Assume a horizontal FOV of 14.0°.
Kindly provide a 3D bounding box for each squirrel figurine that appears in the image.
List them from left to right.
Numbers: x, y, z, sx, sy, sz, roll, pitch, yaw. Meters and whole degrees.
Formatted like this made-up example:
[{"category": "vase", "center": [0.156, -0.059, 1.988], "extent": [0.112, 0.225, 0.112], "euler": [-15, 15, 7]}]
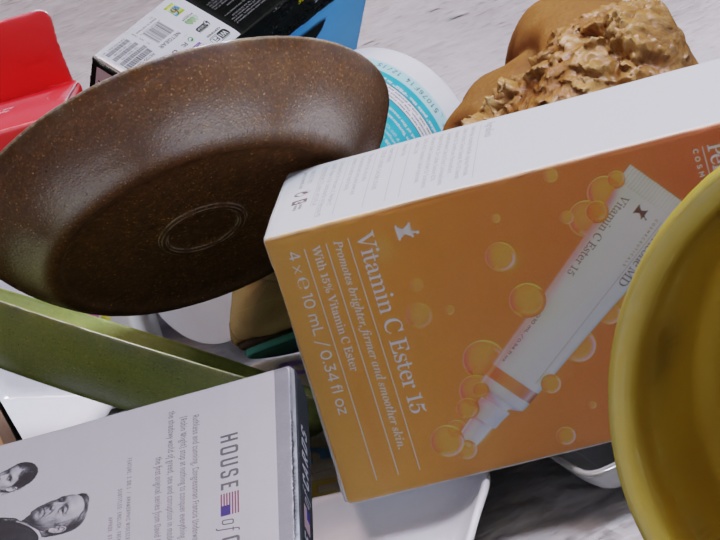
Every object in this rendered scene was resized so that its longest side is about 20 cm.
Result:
[{"category": "squirrel figurine", "center": [0.073, -0.050, 1.419], "extent": [0.187, 0.142, 0.200], "euler": [-28, -3, -9]}]

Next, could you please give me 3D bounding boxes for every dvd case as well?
[{"category": "dvd case", "center": [-0.115, 0.119, 1.131], "extent": [0.200, 0.025, 0.150], "euler": [-15, 40, 10]}]

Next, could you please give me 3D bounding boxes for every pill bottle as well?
[{"category": "pill bottle", "center": [-0.031, -0.035, 1.551], "extent": [0.111, 0.111, 0.200], "euler": [-3, 22, 37]}]

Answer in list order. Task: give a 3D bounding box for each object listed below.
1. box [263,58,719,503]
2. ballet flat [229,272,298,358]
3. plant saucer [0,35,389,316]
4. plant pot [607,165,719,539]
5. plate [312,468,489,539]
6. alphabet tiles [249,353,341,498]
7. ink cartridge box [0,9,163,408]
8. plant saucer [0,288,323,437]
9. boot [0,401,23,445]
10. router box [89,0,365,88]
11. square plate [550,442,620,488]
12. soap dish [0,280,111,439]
[{"category": "box", "center": [0.075, 0.004, 1.226], "extent": [0.200, 0.124, 0.097], "euler": [-15, 17, 10]}, {"category": "ballet flat", "center": [0.000, 0.000, 1.364], "extent": [0.069, 0.063, 0.200], "euler": [-2, -7, -40]}, {"category": "plant saucer", "center": [-0.075, -0.032, 1.297], "extent": [0.200, 0.037, 0.200], "euler": [-19, -25, -9]}, {"category": "plant pot", "center": [0.214, 0.034, 1.027], "extent": [0.201, 0.201, 0.189], "euler": [-7, 5, 30]}, {"category": "plate", "center": [-0.047, 0.148, 1.158], "extent": [0.200, 0.032, 0.200], "euler": [-14, 17, 12]}, {"category": "alphabet tiles", "center": [-0.055, 0.082, 1.355], "extent": [0.196, 0.015, 0.200], "euler": [-10, 18, 2]}, {"category": "ink cartridge box", "center": [-0.185, -0.021, 1.507], "extent": [0.116, 0.200, 0.067], "euler": [-15, 17, 7]}, {"category": "plant saucer", "center": [-0.103, 0.043, 1.300], "extent": [0.200, 0.031, 0.200], "euler": [17, 0, 0]}, {"category": "boot", "center": [-0.173, 0.094, 1.256], "extent": [0.075, 0.074, 0.200], "euler": [-33, 31, -11]}, {"category": "router box", "center": [-0.073, -0.102, 1.599], "extent": [0.051, 0.149, 0.200], "euler": [32, 50, 18]}, {"category": "square plate", "center": [0.145, 0.037, 1.311], "extent": [0.198, 0.028, 0.200], "euler": [-24, 19, -17]}, {"category": "soap dish", "center": [-0.217, 0.053, 1.401], "extent": [0.081, 0.157, 0.200], "euler": [-16, 16, 32]}]
